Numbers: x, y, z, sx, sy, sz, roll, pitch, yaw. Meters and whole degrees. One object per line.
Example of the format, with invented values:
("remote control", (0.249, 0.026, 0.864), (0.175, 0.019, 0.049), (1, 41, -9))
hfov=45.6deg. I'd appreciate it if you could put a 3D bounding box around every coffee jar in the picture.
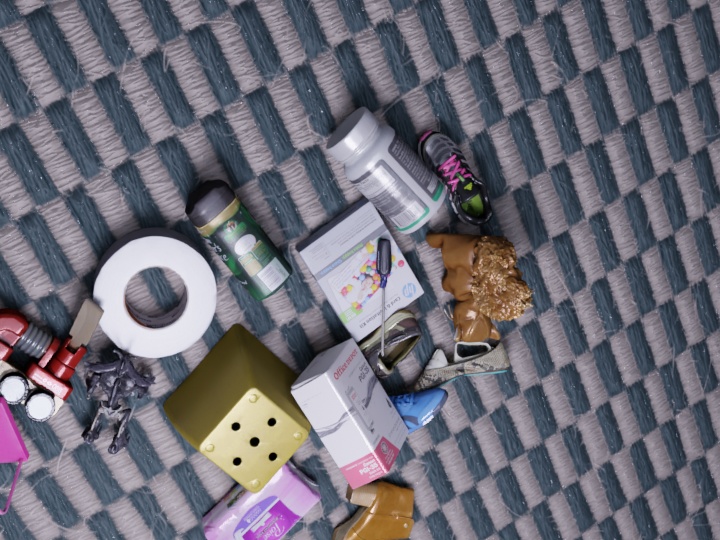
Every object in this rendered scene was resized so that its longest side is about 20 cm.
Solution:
("coffee jar", (-0.201, -0.052, 1.396), (0.085, 0.104, 0.201), (-39, 111, -6))

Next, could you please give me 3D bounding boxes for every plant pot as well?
("plant pot", (-0.191, 0.251, 1.442), (0.200, 0.176, 0.200), (-47, 113, 0))

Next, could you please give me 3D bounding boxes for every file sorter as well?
("file sorter", (-0.631, 0.290, 1.293), (0.195, 0.127, 0.141), (-2, 131, 0))

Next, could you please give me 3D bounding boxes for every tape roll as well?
("tape roll", (-0.335, 0.036, 1.399), (0.195, 0.066, 0.206), (-5, 105, -17))

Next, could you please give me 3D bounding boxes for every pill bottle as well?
("pill bottle", (0.042, -0.168, 1.433), (0.113, 0.113, 0.200), (-46, 110, -1))

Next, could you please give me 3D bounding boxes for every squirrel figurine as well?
("squirrel figurine", (0.208, 0.034, 1.494), (0.138, 0.199, 0.192), (3, 92, -25))

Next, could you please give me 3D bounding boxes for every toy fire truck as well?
("toy fire truck", (-0.504, 0.112, 1.346), (0.175, 0.128, 0.202), (39, 79, -22))

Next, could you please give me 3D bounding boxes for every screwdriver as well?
("screwdriver", (0.036, 0.047, 1.486), (0.028, 0.028, 0.205), (9, 99, 27))

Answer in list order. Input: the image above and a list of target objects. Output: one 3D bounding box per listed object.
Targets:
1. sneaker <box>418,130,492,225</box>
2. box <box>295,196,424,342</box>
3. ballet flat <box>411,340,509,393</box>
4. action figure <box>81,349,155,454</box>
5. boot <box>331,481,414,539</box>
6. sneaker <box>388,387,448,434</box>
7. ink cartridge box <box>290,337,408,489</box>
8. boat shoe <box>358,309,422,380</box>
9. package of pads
("sneaker", (0.173, -0.157, 1.492), (0.073, 0.087, 0.202), (-36, 112, -5))
("box", (0.000, 0.000, 1.507), (0.154, 0.041, 0.202), (-34, 113, -6))
("ballet flat", (0.181, 0.174, 1.599), (0.195, 0.068, 0.077), (-15, 89, -7))
("action figure", (-0.400, 0.195, 1.402), (0.116, 0.103, 0.203), (16, 118, -15))
("boot", (0.025, 0.503, 1.633), (0.141, 0.071, 0.206), (15, 95, -17))
("sneaker", (0.066, 0.256, 1.553), (0.198, 0.066, 0.079), (-33, 100, 23))
("ink cartridge box", (-0.015, 0.240, 1.460), (0.082, 0.147, 0.202), (-28, 98, 26))
("boat shoe", (0.033, 0.160, 1.530), (0.073, 0.065, 0.201), (28, 108, -38))
("package of pads", (-0.177, 0.431, 1.549), (0.200, 0.076, 0.121), (-44, 111, -2))
